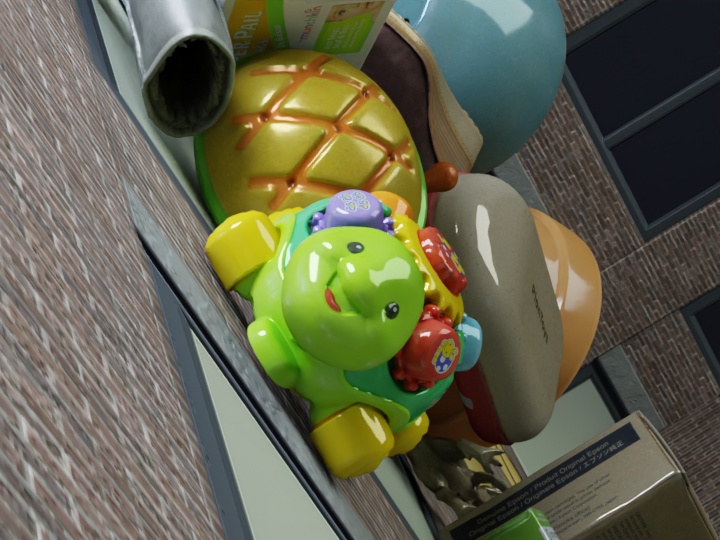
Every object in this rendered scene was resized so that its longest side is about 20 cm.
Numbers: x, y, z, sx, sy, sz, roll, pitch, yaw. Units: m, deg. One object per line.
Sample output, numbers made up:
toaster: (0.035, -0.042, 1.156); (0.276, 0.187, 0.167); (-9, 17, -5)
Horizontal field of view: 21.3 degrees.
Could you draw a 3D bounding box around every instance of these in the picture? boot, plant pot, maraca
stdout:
boot: (-0.116, -0.200, 1.049); (0.182, 0.072, 0.202); (83, -1, -58)
plant pot: (0.067, 0.018, 1.481); (0.140, 0.200, 0.201); (37, 16, -35)
plant pot: (0.042, -0.181, 1.467); (0.135, 0.199, 0.201); (31, 26, -59)
boot: (-0.009, -0.088, 1.349); (0.200, 0.167, 0.072); (48, -17, -31)
maraca: (-0.020, -0.039, 1.100); (0.202, 0.136, 0.107); (67, -22, 16)

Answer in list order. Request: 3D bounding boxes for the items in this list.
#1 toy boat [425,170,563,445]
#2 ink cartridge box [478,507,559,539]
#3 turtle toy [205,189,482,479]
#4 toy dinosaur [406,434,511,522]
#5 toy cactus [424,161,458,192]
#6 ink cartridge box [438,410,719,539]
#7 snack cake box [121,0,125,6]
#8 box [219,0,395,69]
toy boat: (0.060, 0.026, 1.326); (0.131, 0.129, 0.201); (-74, 153, -44)
ink cartridge box: (0.123, 0.244, 1.113); (0.201, 0.075, 0.148); (59, 3, 10)
turtle toy: (-0.001, 0.019, 0.958); (0.147, 0.101, 0.200); (59, 13, 5)
toy dinosaur: (0.055, 0.136, 1.341); (0.101, 0.058, 0.200); (24, -17, 51)
toy cactus: (0.000, 0.000, 1.228); (0.199, 0.102, 0.167); (17, -57, 48)
ink cartridge box: (0.170, 0.217, 1.319); (0.201, 0.164, 0.075); (58, 2, -38)
snack cake box: (-0.102, -0.155, 1.355); (0.116, 0.067, 0.200); (61, 3, 16)
box: (-0.050, -0.180, 1.151); (0.200, 0.111, 0.102); (122, -42, -64)
